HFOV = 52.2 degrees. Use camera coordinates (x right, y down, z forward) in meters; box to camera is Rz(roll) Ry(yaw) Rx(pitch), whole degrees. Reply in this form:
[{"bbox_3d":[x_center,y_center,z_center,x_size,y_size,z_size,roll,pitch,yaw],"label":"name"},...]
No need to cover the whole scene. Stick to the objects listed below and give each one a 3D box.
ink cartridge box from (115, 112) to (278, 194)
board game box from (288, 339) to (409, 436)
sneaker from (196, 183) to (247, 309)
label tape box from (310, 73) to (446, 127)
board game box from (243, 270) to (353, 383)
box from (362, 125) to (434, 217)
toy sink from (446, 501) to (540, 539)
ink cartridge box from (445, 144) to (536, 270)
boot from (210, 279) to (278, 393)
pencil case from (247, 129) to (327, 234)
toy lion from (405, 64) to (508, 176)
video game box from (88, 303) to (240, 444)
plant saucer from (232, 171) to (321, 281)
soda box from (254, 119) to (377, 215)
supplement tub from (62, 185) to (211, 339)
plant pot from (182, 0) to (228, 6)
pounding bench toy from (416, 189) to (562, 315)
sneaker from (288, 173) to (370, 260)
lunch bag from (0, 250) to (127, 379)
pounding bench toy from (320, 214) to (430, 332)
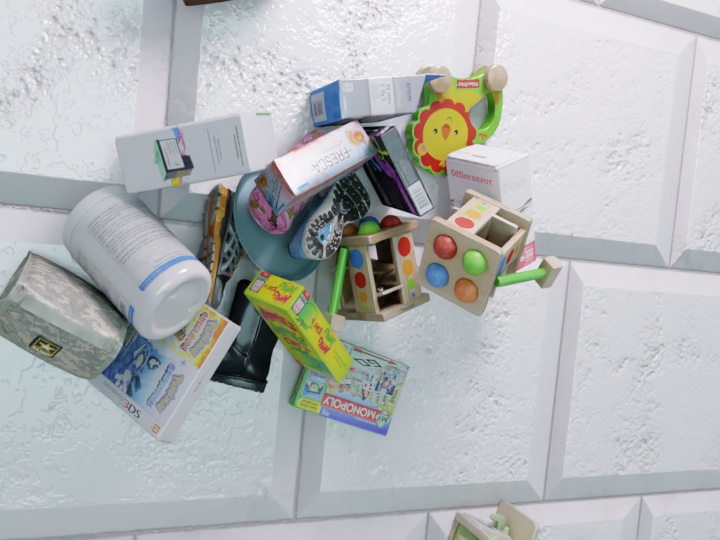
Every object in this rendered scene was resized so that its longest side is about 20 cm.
[{"bbox_3d":[-0.236,-0.175,1.084,0.194,0.145,0.086,-8,100,12],"label":"ink cartridge box"},{"bbox_3d":[-0.017,0.206,1.328,0.196,0.029,0.138,22,86,-24],"label":"board game box"},{"bbox_3d":[-0.216,-0.034,1.179,0.076,0.077,0.206,16,77,-34],"label":"sneaker"},{"bbox_3d":[0.030,-0.285,1.235,0.195,0.143,0.068,-7,97,-22],"label":"label tape box"},{"bbox_3d":[-0.095,0.093,1.174,0.048,0.100,0.202,-52,137,-22],"label":"board game box"},{"bbox_3d":[0.047,-0.168,1.225,0.036,0.200,0.145,-31,107,-7],"label":"box"},{"bbox_3d":[0.238,0.548,1.423,0.110,0.130,0.204,27,86,-23],"label":"toy sink"},{"bbox_3d":[0.234,-0.112,1.322,0.083,0.145,0.205,-24,117,-26],"label":"ink cartridge box"},{"bbox_3d":[-0.218,0.095,1.202,0.196,0.076,0.173,18,87,-24],"label":"boot"},{"bbox_3d":[-0.101,-0.143,1.185,0.086,0.083,0.201,37,49,2],"label":"pencil case"},{"bbox_3d":[0.174,-0.275,1.351,0.195,0.068,0.197,-8,105,-23],"label":"toy lion"},{"bbox_3d":[-0.305,0.125,1.118,0.203,0.180,0.047,-58,158,-6],"label":"video game box"},{"bbox_3d":[-0.134,-0.080,1.209,0.197,0.027,0.206,16,67,-43],"label":"plant saucer"},{"bbox_3d":[-0.065,-0.159,1.120,0.199,0.068,0.064,-34,91,-41],"label":"soda box"},{"bbox_3d":[-0.322,-0.012,1.064,0.132,0.133,0.200,-42,70,-13],"label":"supplement tub"},{"bbox_3d":[-0.200,-0.489,1.110,0.197,0.187,0.190,-29,106,-3],"label":"plant pot"},{"bbox_3d":[0.213,-0.012,1.191,0.155,0.197,0.127,-37,148,-47],"label":"pounding bench toy"},{"bbox_3d":[-0.058,-0.091,1.207,0.079,0.089,0.201,55,48,-19],"label":"sneaker"},{"bbox_3d":[-0.425,0.067,1.039,0.163,0.199,0.119,35,81,-23],"label":"lunch bag"},{"bbox_3d":[0.000,0.000,1.229,0.197,0.122,0.160,-21,104,-42],"label":"pounding bench toy"}]
